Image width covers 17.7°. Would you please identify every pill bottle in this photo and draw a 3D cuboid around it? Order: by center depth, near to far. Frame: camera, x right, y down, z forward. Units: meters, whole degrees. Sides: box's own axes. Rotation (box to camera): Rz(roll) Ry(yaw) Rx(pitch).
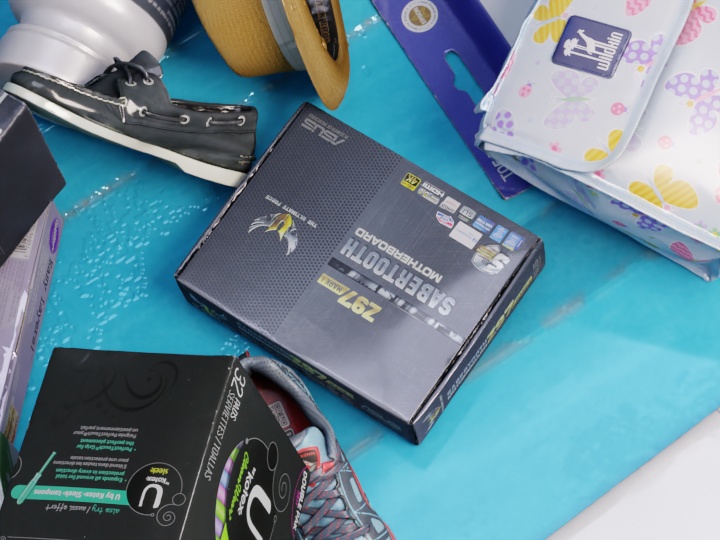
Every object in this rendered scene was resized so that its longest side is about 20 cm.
[{"bbox_3d":[-0.178,-0.206,1.623,0.119,0.120,0.200,18,71,14],"label":"pill bottle"}]

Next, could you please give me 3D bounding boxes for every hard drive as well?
[{"bbox_3d":[0.204,0.187,1.464,0.200,0.027,0.132,-36,68,-8],"label":"hard drive"}]

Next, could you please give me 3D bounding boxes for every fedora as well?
[{"bbox_3d":[-0.070,-0.198,1.576,0.082,0.201,0.201,-16,66,10],"label":"fedora"}]

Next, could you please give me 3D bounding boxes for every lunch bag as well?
[{"bbox_3d":[0.192,-0.111,1.504,0.200,0.127,0.170,29,81,-2],"label":"lunch bag"}]

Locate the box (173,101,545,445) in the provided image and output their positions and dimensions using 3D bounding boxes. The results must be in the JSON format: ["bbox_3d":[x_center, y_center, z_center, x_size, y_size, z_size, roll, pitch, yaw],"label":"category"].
[{"bbox_3d":[0.000,0.000,1.553,0.200,0.051,0.158,32,75,18],"label":"box"}]

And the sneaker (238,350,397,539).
[{"bbox_3d":[-0.039,0.140,1.474,0.079,0.096,0.200,-30,67,-6],"label":"sneaker"}]

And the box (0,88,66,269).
[{"bbox_3d":[-0.338,-0.052,1.525,0.200,0.124,0.197,29,71,18],"label":"box"}]

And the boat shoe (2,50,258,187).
[{"bbox_3d":[-0.145,-0.112,1.544,0.074,0.199,0.066,25,95,55],"label":"boat shoe"}]

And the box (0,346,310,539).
[{"bbox_3d":[-0.128,0.167,1.349,0.124,0.149,0.200,2,58,21],"label":"box"}]

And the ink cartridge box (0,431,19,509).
[{"bbox_3d":[-0.268,0.171,1.433,0.145,0.200,0.084,-15,70,0],"label":"ink cartridge box"}]

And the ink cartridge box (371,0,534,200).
[{"bbox_3d":[0.136,-0.177,1.616,0.200,0.041,0.200,-30,68,-6],"label":"ink cartridge box"}]

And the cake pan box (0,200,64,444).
[{"bbox_3d":[-0.311,0.029,1.578,0.184,0.052,0.200,6,68,7],"label":"cake pan box"}]
